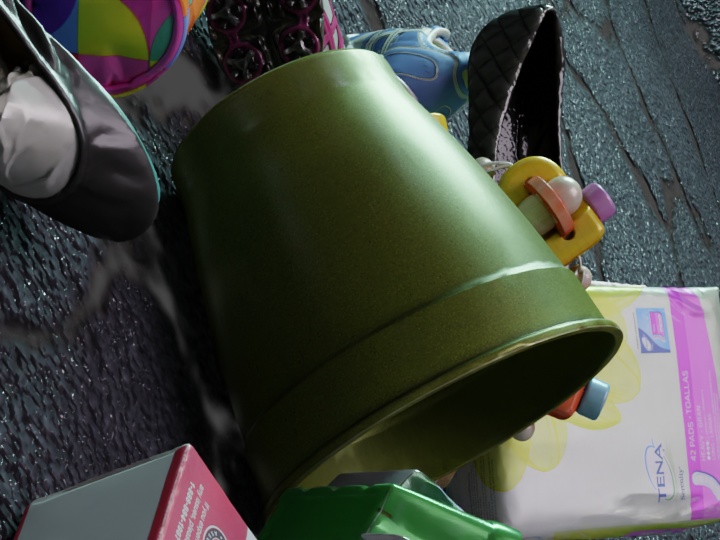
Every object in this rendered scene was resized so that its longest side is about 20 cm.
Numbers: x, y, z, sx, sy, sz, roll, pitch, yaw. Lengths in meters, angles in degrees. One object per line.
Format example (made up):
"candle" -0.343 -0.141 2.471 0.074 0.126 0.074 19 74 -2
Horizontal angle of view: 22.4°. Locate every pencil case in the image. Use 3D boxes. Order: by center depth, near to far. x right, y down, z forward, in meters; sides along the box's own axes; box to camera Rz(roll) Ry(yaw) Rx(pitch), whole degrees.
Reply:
"pencil case" -0.110 -0.166 0.931 0.089 0.088 0.200 60 20 -23

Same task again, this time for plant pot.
"plant pot" 0.000 0.000 0.925 0.194 0.200 0.200 62 17 18

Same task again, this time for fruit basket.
"fruit basket" 0.049 0.167 0.807 0.199 0.185 0.094 32 69 -20

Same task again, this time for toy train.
"toy train" 0.065 -0.005 1.013 0.199 0.151 0.056 27 -10 4

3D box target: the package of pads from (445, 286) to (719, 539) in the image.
"package of pads" 0.140 0.089 1.119 0.199 0.068 0.156 1 81 -32

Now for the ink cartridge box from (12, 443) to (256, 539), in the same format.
"ink cartridge box" -0.060 0.193 0.690 0.201 0.084 0.145 59 22 -25

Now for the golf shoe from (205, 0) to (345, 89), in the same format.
"golf shoe" -0.042 -0.120 1.089 0.092 0.072 0.201 -69 144 -76

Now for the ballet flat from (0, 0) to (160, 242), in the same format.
"ballet flat" -0.162 -0.085 0.751 0.200 0.068 0.068 54 32 -9

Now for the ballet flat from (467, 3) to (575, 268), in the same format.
"ballet flat" 0.098 -0.065 1.075 0.066 0.057 0.201 8 67 -33

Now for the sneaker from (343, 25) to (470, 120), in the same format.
"sneaker" 0.029 -0.123 1.199 0.200 0.077 0.076 -122 -171 -70

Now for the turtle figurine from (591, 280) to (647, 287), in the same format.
"turtle figurine" 0.096 0.072 1.241 0.193 0.199 0.145 -1 93 -48

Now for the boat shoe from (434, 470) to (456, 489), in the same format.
"boat shoe" 0.014 0.033 1.069 0.069 0.071 0.201 9 54 -22
